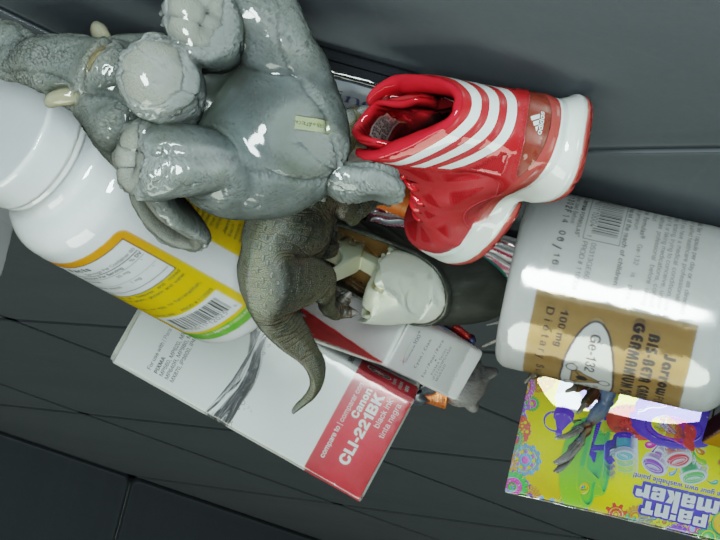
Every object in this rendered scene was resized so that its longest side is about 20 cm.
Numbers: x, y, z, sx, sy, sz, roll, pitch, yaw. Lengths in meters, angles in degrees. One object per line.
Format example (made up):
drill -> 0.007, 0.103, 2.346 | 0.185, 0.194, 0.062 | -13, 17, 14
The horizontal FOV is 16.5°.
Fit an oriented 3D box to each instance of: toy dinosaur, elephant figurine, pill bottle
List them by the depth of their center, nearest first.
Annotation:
elephant figurine -> -0.097, -0.085, 1.322 | 0.141, 0.156, 0.200 | -18, -175, -26
toy dinosaur -> -0.038, -0.017, 1.440 | 0.077, 0.201, 0.102 | 33, -157, 35
pill bottle -> -0.136, -0.043, 1.464 | 0.111, 0.112, 0.200 | 2, 159, 46
pill bottle -> 0.190, 0.025, 1.534 | 0.198, 0.115, 0.114 | 13, 169, 7
toy dinosaur -> 0.155, 0.037, 1.695 | 0.105, 0.200, 0.182 | 42, 156, 6

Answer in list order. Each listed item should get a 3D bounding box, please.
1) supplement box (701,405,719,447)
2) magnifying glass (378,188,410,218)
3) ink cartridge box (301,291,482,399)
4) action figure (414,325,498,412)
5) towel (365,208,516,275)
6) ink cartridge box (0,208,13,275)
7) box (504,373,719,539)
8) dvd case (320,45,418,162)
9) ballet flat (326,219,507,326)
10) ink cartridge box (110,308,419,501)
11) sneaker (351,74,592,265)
supplement box -> 0.338, 0.081, 1.636 | 0.198, 0.111, 0.086 | 14, 170, -1
magnifying glass -> -0.004, -0.059, 1.615 | 0.199, 0.023, 0.079 | 24, 165, -32
ink cartridge box -> -0.035, 0.012, 1.760 | 0.200, 0.045, 0.176 | 32, -175, 41
action figure -> 0.015, 0.063, 1.983 | 0.192, 0.105, 0.200 | 22, 168, 11
towel -> 0.070, 0.000, 1.784 | 0.145, 0.030, 0.200 | 15, 169, 1
ink cartridge box -> -0.375, -0.065, 1.874 | 0.198, 0.087, 0.146 | 10, 168, 16
box -> 0.223, 0.127, 1.887 | 0.198, 0.123, 0.193 | 13, -179, 7
dvd case -> -0.049, -0.094, 1.453 | 0.142, 0.018, 0.200 | 15, 163, -4
ballet flat -> 0.000, 0.000, 1.666 | 0.199, 0.068, 0.068 | 21, 128, 13
ink cartridge box -> -0.064, 0.070, 1.759 | 0.199, 0.084, 0.144 | 28, -175, 1
sneaker -> 0.039, -0.067, 1.382 | 0.115, 0.079, 0.200 | 17, 156, -17
